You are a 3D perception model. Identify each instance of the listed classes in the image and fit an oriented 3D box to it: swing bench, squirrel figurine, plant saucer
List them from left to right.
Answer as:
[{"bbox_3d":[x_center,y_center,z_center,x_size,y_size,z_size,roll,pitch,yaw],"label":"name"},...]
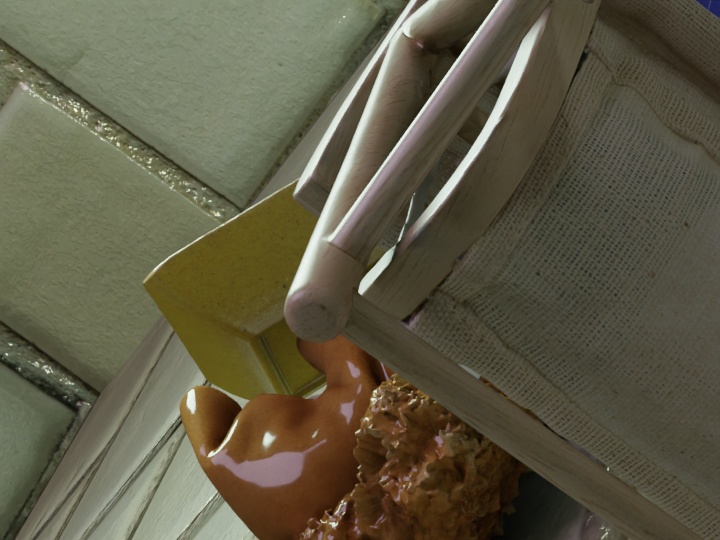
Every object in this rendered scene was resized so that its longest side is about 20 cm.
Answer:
[{"bbox_3d":[0.000,0.000,1.086,0.199,0.049,0.200,-31,-18,-4],"label":"plant saucer"},{"bbox_3d":[0.036,0.072,0.961,0.187,0.142,0.200,-43,23,7],"label":"squirrel figurine"},{"bbox_3d":[0.093,-0.001,0.559,0.130,0.198,0.200,-53,7,7],"label":"swing bench"}]

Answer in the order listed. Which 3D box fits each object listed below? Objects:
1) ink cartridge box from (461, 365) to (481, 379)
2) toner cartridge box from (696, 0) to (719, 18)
[{"bbox_3d":[0.067,-0.053,0.830,0.201,0.039,0.099,-63,7,-1],"label":"ink cartridge box"},{"bbox_3d":[0.123,-0.061,0.843,0.201,0.043,0.095,-68,-1,-47],"label":"toner cartridge box"}]
